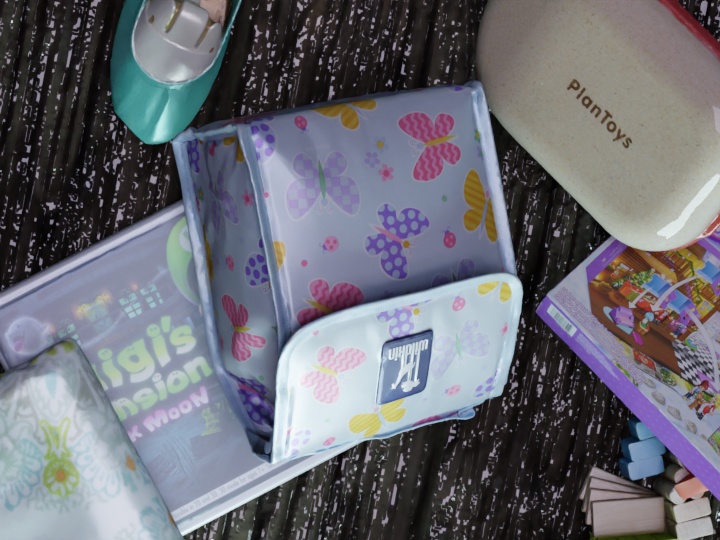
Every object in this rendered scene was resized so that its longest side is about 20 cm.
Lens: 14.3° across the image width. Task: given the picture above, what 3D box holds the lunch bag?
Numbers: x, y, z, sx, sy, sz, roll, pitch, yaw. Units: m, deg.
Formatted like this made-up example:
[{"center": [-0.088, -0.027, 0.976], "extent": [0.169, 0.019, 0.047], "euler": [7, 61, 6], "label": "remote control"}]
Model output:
[{"center": [0.000, 0.000, 1.677], "extent": [0.169, 0.127, 0.200], "euler": [-11, 96, -27], "label": "lunch bag"}]

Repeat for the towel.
[{"center": [-0.217, 0.160, 1.700], "extent": [0.200, 0.048, 0.171], "euler": [-28, 98, 4], "label": "towel"}]

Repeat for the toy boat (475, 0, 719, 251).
[{"center": [0.168, -0.114, 1.719], "extent": [0.200, 0.131, 0.131], "euler": [47, 124, 13], "label": "toy boat"}]

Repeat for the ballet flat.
[{"center": [-0.097, -0.171, 1.697], "extent": [0.067, 0.070, 0.200], "euler": [21, 91, -9], "label": "ballet flat"}]

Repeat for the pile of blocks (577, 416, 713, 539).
[{"center": [0.186, 0.132, 1.761], "extent": [0.082, 0.062, 0.200], "euler": [20, 90, -9], "label": "pile of blocks"}]

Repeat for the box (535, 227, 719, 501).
[{"center": [0.224, 0.048, 1.731], "extent": [0.137, 0.039, 0.200], "euler": [-41, 82, -18], "label": "box"}]

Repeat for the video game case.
[{"center": [-0.104, 0.057, 1.735], "extent": [0.200, 0.023, 0.182], "euler": [-27, 97, -5], "label": "video game case"}]
